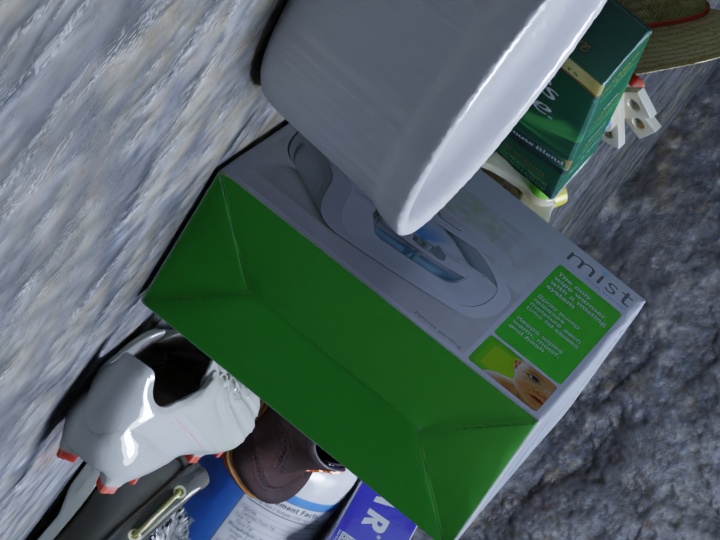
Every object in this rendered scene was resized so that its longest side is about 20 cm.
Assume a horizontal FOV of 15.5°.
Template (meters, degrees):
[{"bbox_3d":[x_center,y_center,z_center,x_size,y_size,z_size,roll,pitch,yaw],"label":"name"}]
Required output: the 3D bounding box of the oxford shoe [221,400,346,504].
[{"bbox_3d":[-0.033,0.101,1.575,0.071,0.073,0.200,-32,161,-23],"label":"oxford shoe"}]

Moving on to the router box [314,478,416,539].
[{"bbox_3d":[0.000,0.166,1.810,0.200,0.049,0.180,-59,-175,-36],"label":"router box"}]

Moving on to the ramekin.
[{"bbox_3d":[0.043,-0.124,1.208,0.201,0.098,0.200,-51,174,-8],"label":"ramekin"}]

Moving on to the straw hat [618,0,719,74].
[{"bbox_3d":[0.189,-0.190,1.804,0.200,0.086,0.201,-12,-167,3],"label":"straw hat"}]

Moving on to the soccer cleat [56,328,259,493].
[{"bbox_3d":[-0.093,0.062,1.406,0.078,0.069,0.200,-57,169,19],"label":"soccer cleat"}]

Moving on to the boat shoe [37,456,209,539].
[{"bbox_3d":[-0.164,0.176,1.526,0.202,0.060,0.072,-54,173,11],"label":"boat shoe"}]

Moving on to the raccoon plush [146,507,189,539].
[{"bbox_3d":[-0.112,0.184,1.597,0.200,0.134,0.097,-56,171,30],"label":"raccoon plush"}]

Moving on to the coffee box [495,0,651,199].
[{"bbox_3d":[0.083,-0.118,1.417,0.044,0.123,0.200,-47,173,-14],"label":"coffee box"}]

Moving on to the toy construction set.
[{"bbox_3d":[0.110,-0.091,1.654,0.200,0.131,0.092,-41,169,-40],"label":"toy construction set"}]

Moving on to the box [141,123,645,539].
[{"bbox_3d":[0.020,0.017,1.351,0.097,0.200,0.176,-56,171,31],"label":"box"}]

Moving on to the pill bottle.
[{"bbox_3d":[-0.070,0.136,1.734,0.200,0.112,0.112,-55,173,17],"label":"pill bottle"}]
